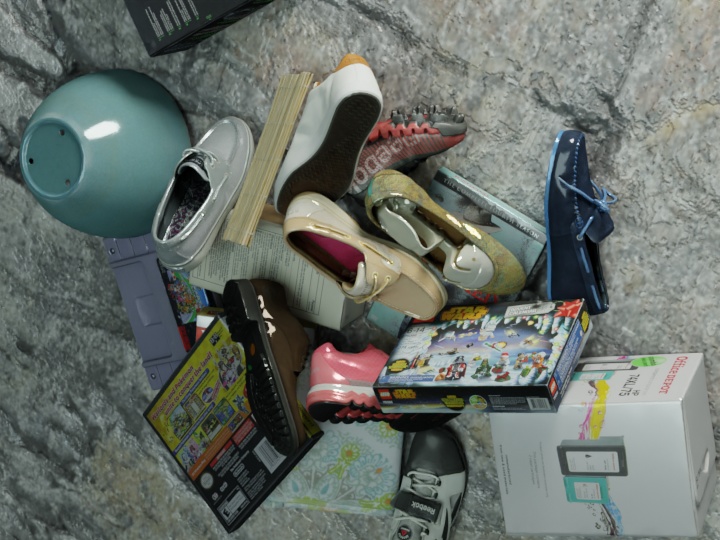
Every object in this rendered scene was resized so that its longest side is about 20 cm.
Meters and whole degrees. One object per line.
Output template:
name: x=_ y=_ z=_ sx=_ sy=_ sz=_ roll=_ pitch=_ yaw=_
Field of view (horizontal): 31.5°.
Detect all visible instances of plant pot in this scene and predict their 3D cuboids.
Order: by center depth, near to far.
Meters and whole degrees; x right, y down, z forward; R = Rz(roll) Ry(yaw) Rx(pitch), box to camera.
plant pot: x=-0.315 y=-0.131 z=1.478 sx=0.198 sy=0.135 sz=0.202 roll=4 pitch=99 yaw=25

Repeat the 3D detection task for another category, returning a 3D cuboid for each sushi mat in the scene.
sushi mat: x=-0.102 y=-0.123 z=1.391 sx=0.012 sy=0.096 sz=0.202 roll=21 pitch=86 yaw=-20

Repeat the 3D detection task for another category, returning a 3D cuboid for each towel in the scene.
towel: x=-0.034 y=0.189 z=1.484 sx=0.169 sy=0.048 sz=0.202 roll=5 pitch=108 yaw=0

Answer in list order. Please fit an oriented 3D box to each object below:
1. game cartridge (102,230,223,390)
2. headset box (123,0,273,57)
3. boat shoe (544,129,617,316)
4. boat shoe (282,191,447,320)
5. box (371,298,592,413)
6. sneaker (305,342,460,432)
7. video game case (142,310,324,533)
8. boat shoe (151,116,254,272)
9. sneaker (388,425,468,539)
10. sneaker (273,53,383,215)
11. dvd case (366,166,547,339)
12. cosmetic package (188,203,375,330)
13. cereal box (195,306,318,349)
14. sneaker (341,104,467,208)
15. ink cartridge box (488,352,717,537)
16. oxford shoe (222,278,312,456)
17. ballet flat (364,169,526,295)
game cartridge: x=-0.230 y=0.040 z=1.562 sx=0.129 sy=0.038 sz=0.202 roll=-12 pitch=99 yaw=30
headset box: x=-0.181 y=-0.350 z=1.394 sx=0.199 sy=0.093 sz=0.175 roll=-23 pitch=95 yaw=28
boat shoe: x=0.231 y=-0.049 z=1.313 sx=0.068 sy=0.084 sz=0.202 roll=8 pitch=124 yaw=26
boat shoe: x=0.000 y=0.000 z=1.346 sx=0.199 sy=0.069 sz=0.074 roll=32 pitch=129 yaw=-7
box: x=0.126 y=0.088 z=1.321 sx=0.198 sy=0.137 sz=0.040 roll=-4 pitch=124 yaw=31
sneaker: x=0.032 y=0.122 z=1.397 sx=0.074 sy=0.199 sz=0.088 roll=-37 pitch=50 yaw=48
video game case: x=-0.151 y=0.176 z=1.471 sx=0.181 sy=0.025 sz=0.200 roll=50 pitch=126 yaw=15
boat shoe: x=-0.174 y=-0.097 z=1.415 sx=0.069 sy=0.202 sz=0.072 roll=12 pitch=154 yaw=17
sneaker: x=0.072 y=0.278 z=1.464 sx=0.073 sy=0.088 sz=0.202 roll=11 pitch=107 yaw=22
sneaker: x=-0.034 y=-0.141 z=1.340 sx=0.072 sy=0.085 sz=0.200 roll=14 pitch=134 yaw=-26
dvd case: x=0.106 y=0.007 z=1.409 sx=0.145 sy=0.022 sz=0.201 roll=32 pitch=114 yaw=13
cosmetic package: x=-0.090 y=-0.013 z=1.461 sx=0.198 sy=0.071 sz=0.106 roll=18 pitch=109 yaw=19
cereal box: x=-0.127 y=0.149 z=1.523 sx=0.142 sy=0.040 sz=0.202 roll=5 pitch=108 yaw=5
sneaker: x=0.029 y=-0.120 z=1.379 sx=0.199 sy=0.071 sz=0.099 roll=-9 pitch=100 yaw=28
ink cartridge box: x=0.255 y=0.179 z=1.321 sx=0.198 sy=0.147 sz=0.148 roll=-4 pitch=103 yaw=24
oxford shoe: x=-0.083 y=0.100 z=1.381 sx=0.073 sy=0.084 sz=0.202 roll=-37 pitch=63 yaw=54
ballet flat: x=0.085 y=-0.026 z=1.334 sx=0.199 sy=0.071 sz=0.071 roll=38 pitch=117 yaw=-8
